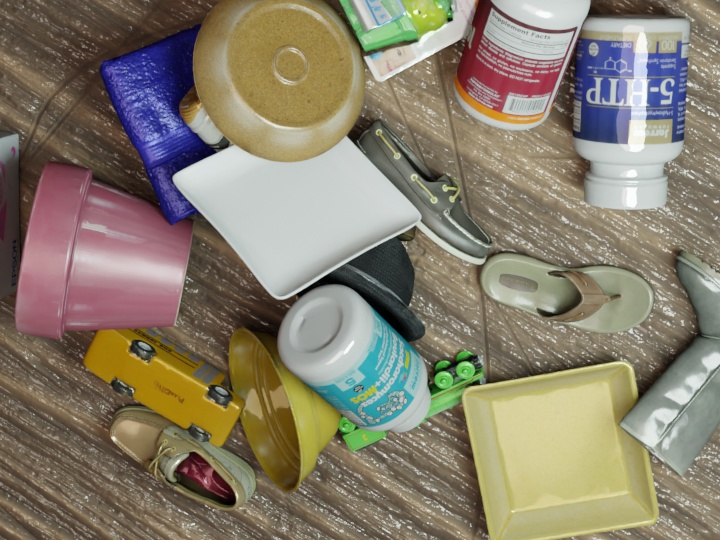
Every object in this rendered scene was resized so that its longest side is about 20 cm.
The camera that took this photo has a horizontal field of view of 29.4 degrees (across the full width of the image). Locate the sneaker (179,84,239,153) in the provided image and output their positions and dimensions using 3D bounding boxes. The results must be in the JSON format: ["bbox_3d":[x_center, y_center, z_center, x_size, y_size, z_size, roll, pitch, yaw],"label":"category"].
[{"bbox_3d":[-0.112,-0.213,1.542,0.200,0.076,0.088,-45,116,-13],"label":"sneaker"}]

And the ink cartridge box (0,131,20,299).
[{"bbox_3d":[-0.450,-0.052,1.585,0.043,0.200,0.197,5,104,8],"label":"ink cartridge box"}]

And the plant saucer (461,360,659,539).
[{"bbox_3d":[0.233,0.210,1.604,0.199,0.048,0.201,-11,100,8],"label":"plant saucer"}]

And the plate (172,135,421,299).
[{"bbox_3d":[-0.069,-0.071,1.478,0.200,0.199,0.032,47,150,25],"label":"plate"}]

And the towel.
[{"bbox_3d":[-0.193,-0.168,1.552,0.049,0.147,0.201,-14,103,57],"label":"towel"}]

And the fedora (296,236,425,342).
[{"bbox_3d":[0.000,0.000,1.559,0.200,0.201,0.092,25,72,3],"label":"fedora"}]

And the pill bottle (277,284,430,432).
[{"bbox_3d":[0.003,0.107,1.520,0.111,0.111,0.200,-31,138,14],"label":"pill bottle"}]

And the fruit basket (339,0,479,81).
[{"bbox_3d":[0.064,-0.331,1.492,0.199,0.094,0.186,-25,97,11],"label":"fruit basket"}]

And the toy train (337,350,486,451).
[{"bbox_3d":[0.062,0.157,1.630,0.199,0.042,0.057,-25,107,14],"label":"toy train"}]

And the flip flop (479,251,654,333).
[{"bbox_3d":[0.233,0.026,1.560,0.199,0.058,0.081,14,104,6],"label":"flip flop"}]

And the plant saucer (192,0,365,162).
[{"bbox_3d":[-0.080,-0.218,1.481,0.199,0.035,0.201,3,83,-22],"label":"plant saucer"}]

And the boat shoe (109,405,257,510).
[{"bbox_3d":[-0.222,0.230,1.678,0.199,0.066,0.074,25,105,3],"label":"boat shoe"}]

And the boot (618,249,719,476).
[{"bbox_3d":[0.360,0.103,1.534,0.182,0.073,0.200,45,97,-2],"label":"boot"}]

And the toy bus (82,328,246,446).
[{"bbox_3d":[-0.233,0.130,1.652,0.199,0.078,0.065,30,105,2],"label":"toy bus"}]

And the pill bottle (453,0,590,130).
[{"bbox_3d":[0.174,-0.257,1.442,0.113,0.113,0.200,21,132,4],"label":"pill bottle"}]

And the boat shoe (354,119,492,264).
[{"bbox_3d":[0.075,-0.088,1.554,0.201,0.072,0.061,40,110,2],"label":"boat shoe"}]

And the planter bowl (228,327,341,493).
[{"bbox_3d":[-0.078,0.152,1.606,0.083,0.200,0.201,-16,102,-24],"label":"planter bowl"}]

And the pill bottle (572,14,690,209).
[{"bbox_3d":[0.289,-0.172,1.475,0.119,0.120,0.201,2,103,9],"label":"pill bottle"}]

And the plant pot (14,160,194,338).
[{"bbox_3d":[-0.291,-0.013,1.583,0.178,0.200,0.201,10,105,-9],"label":"plant pot"}]

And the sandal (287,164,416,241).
[{"bbox_3d":[-0.021,-0.097,1.568,0.199,0.082,0.055,26,86,7],"label":"sandal"}]
